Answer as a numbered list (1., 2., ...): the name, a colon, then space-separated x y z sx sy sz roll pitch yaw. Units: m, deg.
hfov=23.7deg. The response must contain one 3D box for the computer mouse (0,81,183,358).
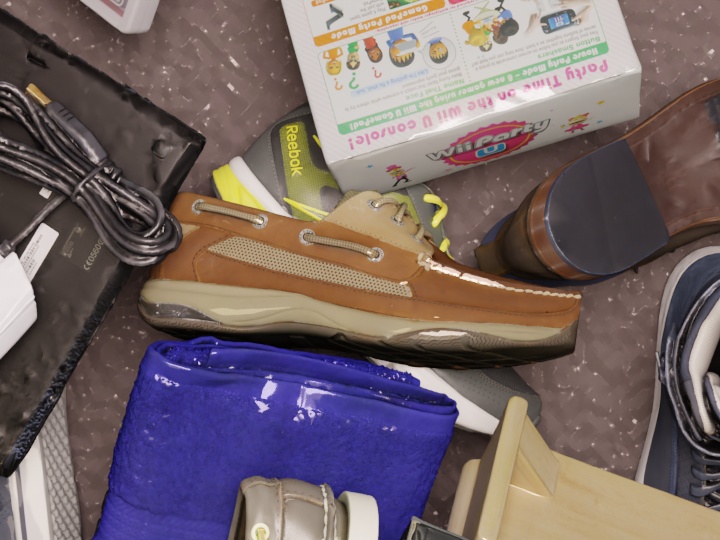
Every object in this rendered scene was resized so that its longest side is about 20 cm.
1. computer mouse: -0.179 0.017 0.734 0.110 0.044 0.200 44 94 2

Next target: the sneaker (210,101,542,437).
1. sneaker: 0.020 -0.001 0.825 0.200 0.074 0.085 42 93 -1

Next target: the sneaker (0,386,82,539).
1. sneaker: -0.184 0.059 0.832 0.078 0.078 0.203 -3 88 8

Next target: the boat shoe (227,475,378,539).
1. boat shoe: -0.053 0.179 0.729 0.060 0.072 0.204 17 106 -14

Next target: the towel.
1. towel: -0.053 0.128 0.772 0.146 0.050 0.202 12 109 -19

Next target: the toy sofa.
1. toy sofa: 0.132 0.143 0.744 0.198 0.083 0.098 20 136 -1

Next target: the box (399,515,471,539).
1. box: 0.078 0.215 0.706 0.198 0.087 0.165 23 132 -4

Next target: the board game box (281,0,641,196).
1. board game box: 0.032 -0.151 0.796 0.146 0.064 0.202 -16 73 3

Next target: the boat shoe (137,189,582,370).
1. boat shoe: 0.000 0.000 0.761 0.197 0.076 0.075 6 80 4

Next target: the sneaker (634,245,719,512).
1. sneaker: 0.173 0.095 0.792 0.076 0.146 0.205 -2 94 0

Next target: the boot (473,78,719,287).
1. boot: 0.147 -0.042 0.830 0.198 0.097 0.076 -18 88 -26

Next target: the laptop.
1. laptop: -0.191 -0.035 0.808 0.199 0.103 0.178 31 94 4

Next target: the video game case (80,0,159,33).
1. video game case: -0.117 -0.231 0.779 0.143 0.018 0.202 38 119 27

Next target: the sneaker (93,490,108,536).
1. sneaker: -0.091 0.155 0.842 0.089 0.078 0.202 14 99 -7
